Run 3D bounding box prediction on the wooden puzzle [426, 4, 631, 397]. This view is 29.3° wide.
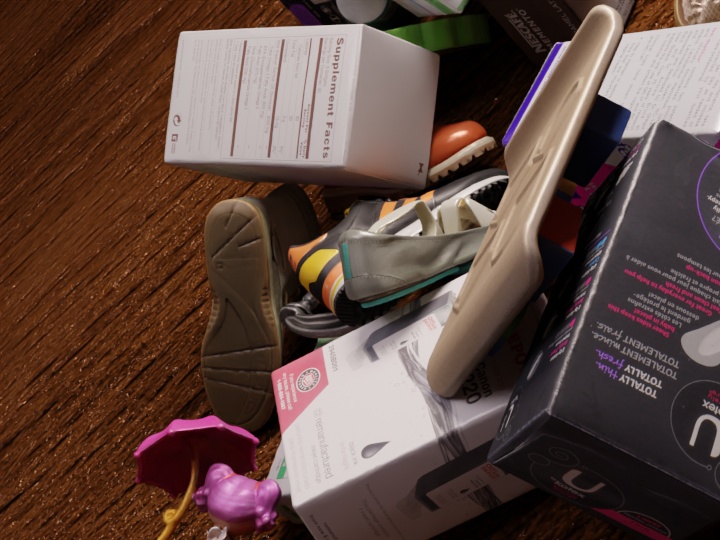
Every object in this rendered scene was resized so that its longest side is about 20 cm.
[{"bbox_3d":[0.110,-0.035,0.847,0.185,0.046,0.201,117,175,-59],"label":"wooden puzzle"}]

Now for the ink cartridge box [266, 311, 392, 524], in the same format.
[{"bbox_3d":[0.027,0.103,1.027,0.200,0.050,0.161,-17,42,45],"label":"ink cartridge box"}]

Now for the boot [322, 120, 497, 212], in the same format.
[{"bbox_3d":[0.028,-0.118,1.203,0.199,0.108,0.075,-8,13,44],"label":"boot"}]

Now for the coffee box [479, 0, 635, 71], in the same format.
[{"bbox_3d":[0.190,-0.286,1.195,0.080,0.114,0.201,-6,49,49],"label":"coffee box"}]

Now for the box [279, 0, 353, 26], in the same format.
[{"bbox_3d":[-0.007,-0.375,1.539,0.106,0.122,0.200,2,57,53],"label":"box"}]

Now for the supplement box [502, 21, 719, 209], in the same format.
[{"bbox_3d":[0.215,-0.100,0.965,0.200,0.101,0.104,1,56,53],"label":"supplement box"}]

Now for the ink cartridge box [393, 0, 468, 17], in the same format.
[{"bbox_3d":[0.074,-0.300,1.185,0.146,0.087,0.200,-57,9,4],"label":"ink cartridge box"}]

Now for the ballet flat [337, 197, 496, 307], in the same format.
[{"bbox_3d":[0.064,-0.023,0.994,0.200,0.064,0.067,-14,-3,-44],"label":"ballet flat"}]

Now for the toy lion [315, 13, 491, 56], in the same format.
[{"bbox_3d":[0.028,-0.209,1.313,0.191,0.069,0.200,-12,6,1],"label":"toy lion"}]

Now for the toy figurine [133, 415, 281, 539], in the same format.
[{"bbox_3d":[-0.120,0.198,0.997,0.199,0.150,0.185,14,73,32],"label":"toy figurine"}]

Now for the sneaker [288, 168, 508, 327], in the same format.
[{"bbox_3d":[0.034,-0.038,1.075,0.200,0.070,0.090,-32,50,-27],"label":"sneaker"}]

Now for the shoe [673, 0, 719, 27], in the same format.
[{"bbox_3d":[0.307,-0.256,1.084,0.070,0.053,0.201,23,76,24],"label":"shoe"}]

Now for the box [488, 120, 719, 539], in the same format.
[{"bbox_3d":[0.173,0.038,0.795,0.201,0.122,0.106,-64,2,-27],"label":"box"}]

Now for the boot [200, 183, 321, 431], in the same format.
[{"bbox_3d":[-0.081,0.028,1.209,0.072,0.201,0.155,2,11,16],"label":"boot"}]

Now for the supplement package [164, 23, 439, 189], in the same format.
[{"bbox_3d":[-0.050,-0.135,1.156,0.199,0.117,0.118,5,87,36],"label":"supplement package"}]

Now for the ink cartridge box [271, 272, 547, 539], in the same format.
[{"bbox_3d":[0.050,0.094,0.930,0.199,0.085,0.146,-26,35,7],"label":"ink cartridge box"}]

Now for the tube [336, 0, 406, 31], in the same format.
[{"bbox_3d":[0.025,-0.269,1.386,0.077,0.051,0.200,-34,-2,15],"label":"tube"}]

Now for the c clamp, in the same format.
[{"bbox_3d":[0.000,0.000,1.156,0.170,0.027,0.200,-8,29,37],"label":"c clamp"}]
